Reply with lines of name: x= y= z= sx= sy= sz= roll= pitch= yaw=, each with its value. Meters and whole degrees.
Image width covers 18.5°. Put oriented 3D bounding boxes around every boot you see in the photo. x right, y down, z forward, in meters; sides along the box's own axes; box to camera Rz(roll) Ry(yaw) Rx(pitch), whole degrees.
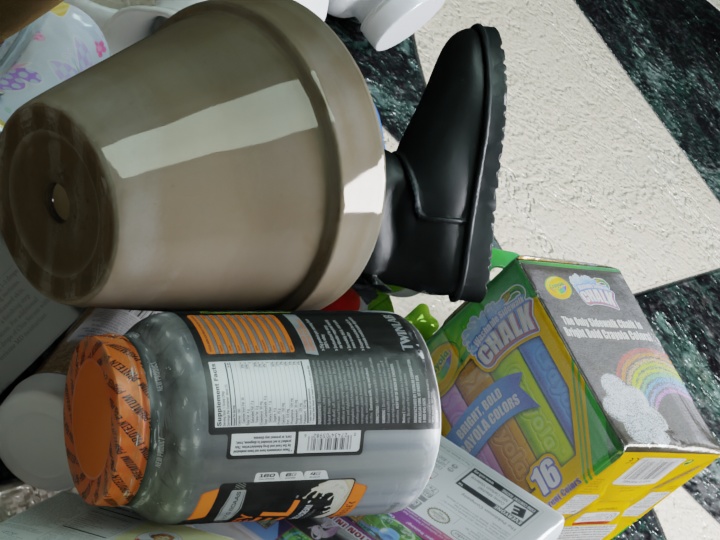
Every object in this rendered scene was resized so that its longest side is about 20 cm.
boot: x=0.007 y=-0.071 z=1.435 sx=0.161 sy=0.073 sz=0.200 roll=6 pitch=83 yaw=-10

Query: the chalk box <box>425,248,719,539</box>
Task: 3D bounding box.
chalk box: x=0.124 y=0.073 z=1.491 sx=0.124 sy=0.124 sz=0.201 roll=7 pitch=47 yaw=-48

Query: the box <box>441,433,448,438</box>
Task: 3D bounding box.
box: x=0.099 y=0.159 z=1.589 sx=0.128 sy=0.109 sz=0.200 roll=49 pitch=29 yaw=2

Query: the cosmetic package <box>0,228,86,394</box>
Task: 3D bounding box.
cosmetic package: x=-0.258 y=-0.028 z=1.337 sx=0.200 sy=0.101 sz=0.071 roll=45 pitch=28 yaw=-8

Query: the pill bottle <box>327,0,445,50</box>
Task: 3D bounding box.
pill bottle: x=-0.014 y=-0.299 z=1.977 sx=0.200 sy=0.112 sz=0.112 roll=53 pitch=29 yaw=8

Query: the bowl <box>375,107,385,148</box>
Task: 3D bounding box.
bowl: x=-0.073 y=-0.059 z=1.540 sx=0.201 sy=0.199 sz=0.039 roll=-95 pitch=161 yaw=-47

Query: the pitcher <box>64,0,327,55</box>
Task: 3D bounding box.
pitcher: x=-0.127 y=-0.209 z=1.715 sx=0.171 sy=0.122 sz=0.200 roll=36 pitch=40 yaw=8

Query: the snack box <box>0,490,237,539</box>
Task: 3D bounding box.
snack box: x=-0.116 y=0.177 z=1.225 sx=0.199 sy=0.037 sz=0.116 roll=12 pitch=17 yaw=25

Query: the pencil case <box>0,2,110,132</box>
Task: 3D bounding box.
pencil case: x=-0.232 y=-0.109 z=1.484 sx=0.091 sy=0.083 sz=0.200 roll=63 pitch=23 yaw=-21

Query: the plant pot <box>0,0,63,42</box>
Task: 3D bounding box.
plant pot: x=-0.276 y=-0.211 z=1.427 sx=0.186 sy=0.200 sz=0.187 roll=34 pitch=33 yaw=-25

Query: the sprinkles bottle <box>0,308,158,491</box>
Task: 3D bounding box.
sprinkles bottle: x=-0.161 y=0.062 z=1.394 sx=0.068 sy=0.068 sz=0.200 roll=45 pitch=29 yaw=-6

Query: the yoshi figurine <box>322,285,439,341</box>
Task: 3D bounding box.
yoshi figurine: x=0.010 y=-0.002 z=1.559 sx=0.112 sy=0.200 sz=0.113 roll=19 pitch=47 yaw=-35

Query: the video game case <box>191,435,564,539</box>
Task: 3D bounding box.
video game case: x=-0.002 y=0.145 z=1.361 sx=0.199 sy=0.023 sz=0.182 roll=33 pitch=37 yaw=23

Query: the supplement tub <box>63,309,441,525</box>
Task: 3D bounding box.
supplement tub: x=-0.064 y=0.084 z=1.285 sx=0.199 sy=0.123 sz=0.123 roll=1 pitch=51 yaw=-26

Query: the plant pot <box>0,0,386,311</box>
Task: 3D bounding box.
plant pot: x=-0.114 y=-0.054 z=1.298 sx=0.173 sy=0.200 sz=0.201 roll=-16 pitch=67 yaw=-42
